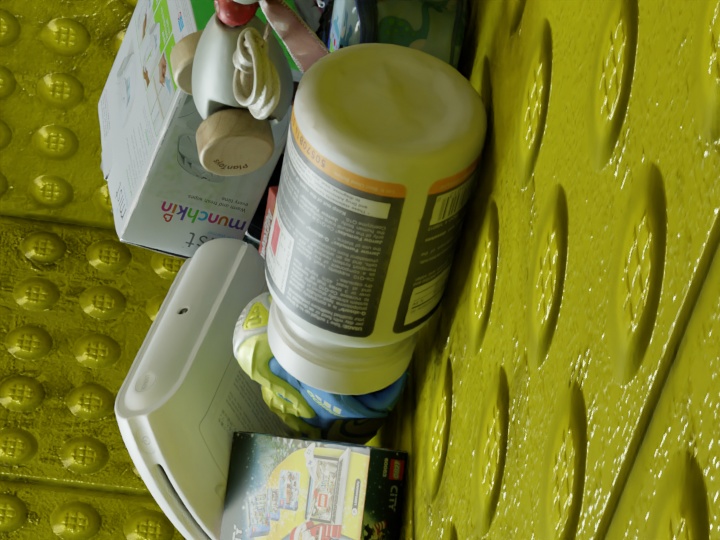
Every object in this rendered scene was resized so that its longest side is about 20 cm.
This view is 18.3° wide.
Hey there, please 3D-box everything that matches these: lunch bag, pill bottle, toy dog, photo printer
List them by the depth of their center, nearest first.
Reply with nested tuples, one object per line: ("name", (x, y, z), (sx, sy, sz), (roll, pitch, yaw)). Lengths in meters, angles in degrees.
("pill bottle", (0.003, -0.027, 1.346), (0.117, 0.116, 0.201), (-90, 10, -47))
("toy dog", (-0.052, -0.141, 1.384), (0.200, 0.096, 0.133), (144, 118, -67))
("lunch bag", (0.021, -0.150, 1.490), (0.201, 0.082, 0.161), (-88, 6, -47))
("photo printer", (-0.095, 0.100, 1.590), (0.167, 0.069, 0.200), (59, -147, -30))

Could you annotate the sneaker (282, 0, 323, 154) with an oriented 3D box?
("sneaker", (-0.050, -0.143, 1.723), (0.200, 0.088, 0.081), (63, 178, 38))

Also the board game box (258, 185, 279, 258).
("board game box", (-0.035, 0.018, 1.691), (0.019, 0.102, 0.201), (55, 143, 45))

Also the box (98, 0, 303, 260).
("box", (-0.123, -0.135, 1.675), (0.200, 0.096, 0.177), (-108, 37, -54))

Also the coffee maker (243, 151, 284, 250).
("coffee maker", (-0.059, -0.055, 1.834), (0.200, 0.134, 0.193), (109, 168, -57))

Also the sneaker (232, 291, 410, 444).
("sneaker", (-0.008, 0.085, 1.494), (0.076, 0.105, 0.200), (-63, -31, -9))

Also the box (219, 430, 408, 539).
("box", (-0.039, 0.212, 1.473), (0.136, 0.038, 0.201), (3, 84, 46))

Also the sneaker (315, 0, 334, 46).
("sneaker", (0.007, -0.160, 1.644), (0.075, 0.078, 0.201), (-34, 36, 66))

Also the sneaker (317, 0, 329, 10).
("sneaker", (-0.026, -0.228, 1.845), (0.070, 0.108, 0.201), (-95, 14, -60))
